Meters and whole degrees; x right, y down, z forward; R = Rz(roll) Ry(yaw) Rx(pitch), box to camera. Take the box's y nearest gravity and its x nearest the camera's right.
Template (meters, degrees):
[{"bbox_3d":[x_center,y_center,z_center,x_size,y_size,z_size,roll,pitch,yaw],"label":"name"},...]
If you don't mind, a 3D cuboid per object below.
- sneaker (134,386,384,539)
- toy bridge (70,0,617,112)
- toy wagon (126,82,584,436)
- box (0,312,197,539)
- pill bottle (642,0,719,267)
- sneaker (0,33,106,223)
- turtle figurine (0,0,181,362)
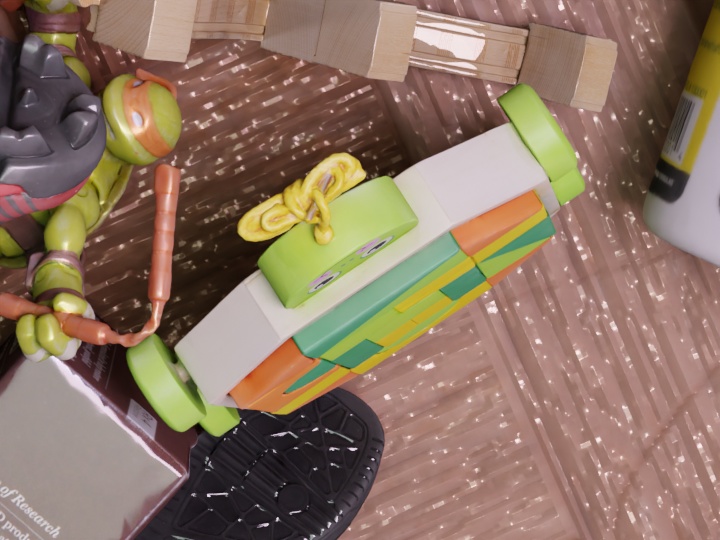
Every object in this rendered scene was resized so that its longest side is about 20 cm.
[{"bbox_3d":[-0.069,0.130,0.870,0.060,0.104,0.200,37,61,14],"label":"sneaker"},{"bbox_3d":[-0.010,-0.080,0.807,0.199,0.067,0.027,3,102,-39],"label":"toy bridge"},{"bbox_3d":[0.000,0.000,0.782,0.155,0.200,0.040,-34,83,3],"label":"toy wagon"},{"bbox_3d":[-0.147,0.107,0.843,0.075,0.100,0.200,44,95,-9],"label":"box"},{"bbox_3d":[0.178,-0.090,0.816,0.114,0.114,0.201,18,99,-6],"label":"pill bottle"},{"bbox_3d":[-0.171,-0.026,0.759,0.200,0.071,0.098,-3,134,8],"label":"sneaker"},{"bbox_3d":[-0.119,-0.034,0.819,0.161,0.201,0.064,-24,144,19],"label":"turtle figurine"}]
